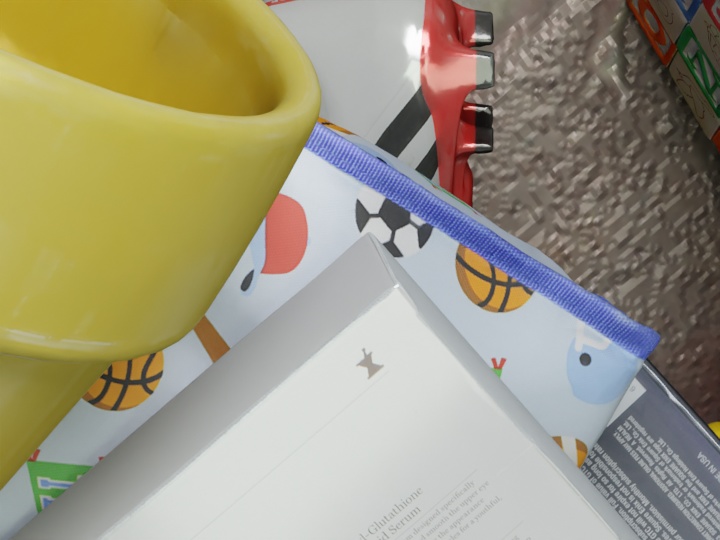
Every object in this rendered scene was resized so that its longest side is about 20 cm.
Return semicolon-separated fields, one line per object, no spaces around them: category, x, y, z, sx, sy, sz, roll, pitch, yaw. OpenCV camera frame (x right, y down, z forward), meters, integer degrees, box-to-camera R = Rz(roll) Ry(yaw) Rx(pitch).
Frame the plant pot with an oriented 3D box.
plant pot;-0.137;-0.009;0.617;0.200;0.201;0.190;22;108;-23

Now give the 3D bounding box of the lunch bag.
lunch bag;-0.047;0.029;0.752;0.199;0.124;0.171;29;91;-20

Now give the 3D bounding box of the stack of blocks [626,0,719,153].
stack of blocks;0.163;-0.030;0.816;0.058;0.115;0.201;-29;82;-5

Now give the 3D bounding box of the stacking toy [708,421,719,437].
stacking toy;0.122;0.101;0.914;0.199;0.110;0.116;-23;126;4

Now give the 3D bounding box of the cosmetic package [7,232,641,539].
cosmetic package;-0.023;0.112;0.689;0.200;0.052;0.151;-40;111;5

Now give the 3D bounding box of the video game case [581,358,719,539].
video game case;0.045;0.126;0.820;0.200;0.019;0.143;-43;77;6

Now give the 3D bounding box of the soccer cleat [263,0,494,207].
soccer cleat;0.000;0.000;0.854;0.084;0.069;0.201;3;114;3
